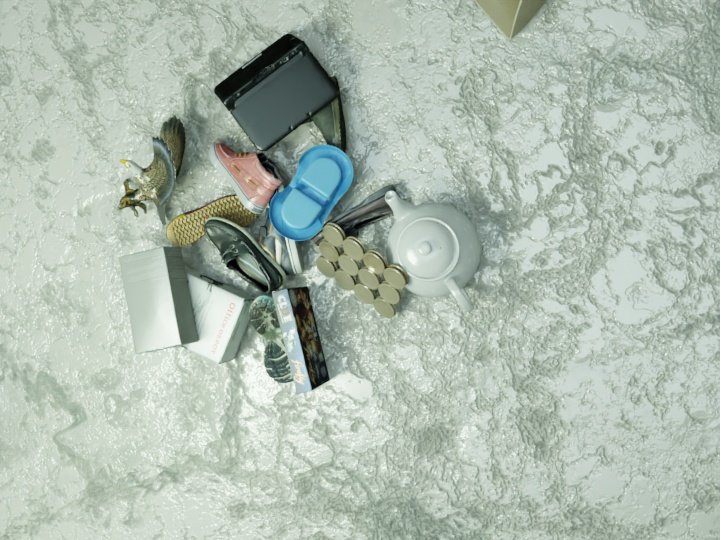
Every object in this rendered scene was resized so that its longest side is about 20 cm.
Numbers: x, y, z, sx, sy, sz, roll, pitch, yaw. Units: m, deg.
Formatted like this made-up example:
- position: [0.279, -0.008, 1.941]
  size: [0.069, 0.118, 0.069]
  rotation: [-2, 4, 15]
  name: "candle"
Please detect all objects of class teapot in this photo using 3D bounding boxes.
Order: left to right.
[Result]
- position: [0.135, -0.036, 1.533]
  size: [0.199, 0.146, 0.198]
  rotation: [11, 93, 12]
  name: "teapot"

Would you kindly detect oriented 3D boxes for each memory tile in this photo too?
- position: [0.000, 0.000, 1.574]
  size: [0.200, 0.153, 0.017]
  rotation: [35, 54, 16]
  name: "memory tile"

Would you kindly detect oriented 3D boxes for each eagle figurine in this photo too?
- position: [-0.420, -0.200, 1.655]
  size: [0.200, 0.151, 0.152]
  rotation: [-39, 72, 18]
  name: "eagle figurine"

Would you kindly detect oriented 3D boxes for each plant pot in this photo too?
- position: [0.290, -0.584, 1.478]
  size: [0.177, 0.200, 0.200]
  rotation: [-38, 82, -2]
  name: "plant pot"

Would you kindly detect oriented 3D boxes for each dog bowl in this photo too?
- position: [-0.095, -0.148, 1.572]
  size: [0.111, 0.050, 0.200]
  rotation: [34, 86, 2]
  name: "dog bowl"

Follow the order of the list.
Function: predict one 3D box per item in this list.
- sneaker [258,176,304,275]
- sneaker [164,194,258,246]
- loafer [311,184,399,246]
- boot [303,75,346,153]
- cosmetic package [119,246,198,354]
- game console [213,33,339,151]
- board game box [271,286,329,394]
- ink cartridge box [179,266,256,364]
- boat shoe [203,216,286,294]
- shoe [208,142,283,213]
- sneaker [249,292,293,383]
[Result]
- position: [-0.171, -0.088, 1.637]
  size: [0.079, 0.078, 0.201]
  rotation: [-10, 90, 7]
  name: "sneaker"
- position: [-0.310, -0.111, 1.674]
  size: [0.199, 0.090, 0.075]
  rotation: [-18, 105, -13]
  name: "sneaker"
- position: [-0.006, -0.096, 1.605]
  size: [0.200, 0.072, 0.063]
  rotation: [-32, 88, 8]
  name: "loafer"
- position: [-0.133, -0.299, 1.630]
  size: [0.199, 0.073, 0.182]
  rotation: [-10, 75, 6]
  name: "boot"
- position: [-0.401, 0.059, 1.603]
  size: [0.106, 0.090, 0.201]
  rotation: [-10, 90, 14]
  name: "cosmetic package"
- position: [-0.171, -0.360, 1.616]
  size: [0.200, 0.176, 0.116]
  rotation: [-37, 122, -2]
  name: "game console"
- position: [-0.116, 0.134, 1.598]
  size: [0.035, 0.135, 0.201]
  rotation: [-14, 88, 12]
  name: "board game box"
- position: [-0.336, 0.086, 1.673]
  size: [0.200, 0.084, 0.145]
  rotation: [23, 94, 13]
  name: "ink cartridge box"
- position: [-0.240, -0.024, 1.602]
  size: [0.199, 0.066, 0.074]
  rotation: [45, 128, -7]
  name: "boat shoe"
- position: [-0.229, -0.212, 1.627]
  size: [0.091, 0.071, 0.200]
  rotation: [-49, 58, 21]
  name: "shoe"
- position: [-0.165, 0.133, 1.643]
  size: [0.077, 0.086, 0.201]
  rotation: [-11, 111, 5]
  name: "sneaker"
